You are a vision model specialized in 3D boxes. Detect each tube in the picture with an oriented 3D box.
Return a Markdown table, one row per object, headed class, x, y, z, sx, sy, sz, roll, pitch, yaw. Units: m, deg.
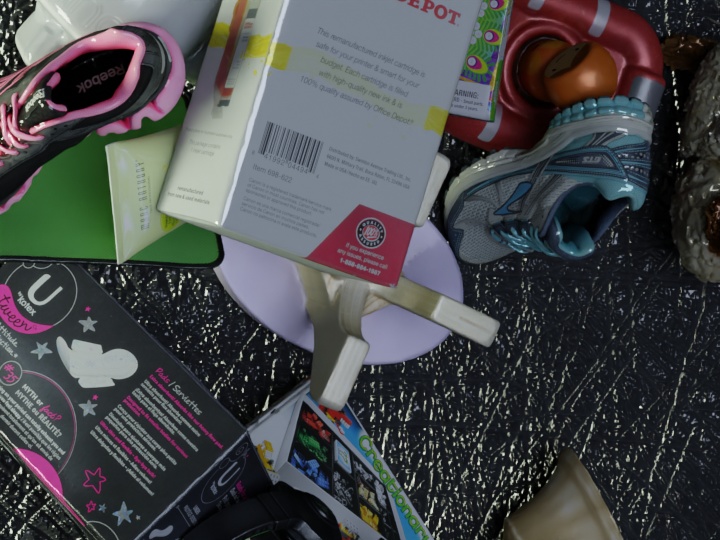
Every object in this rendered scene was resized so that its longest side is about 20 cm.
| class | x | y | z | sx | sy | sz | roll | pitch | yaw |
| --- | --- | --- | --- | --- | --- | --- | --- | --- | --- |
| tube | -0.100 | -0.069 | 1.604 | 0.058 | 0.052 | 0.200 | 53 | 37 | 7 |

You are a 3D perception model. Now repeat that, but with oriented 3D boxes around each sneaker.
| class | x | y | z | sx | sy | sz | roll | pitch | yaw |
| --- | --- | --- | --- | --- | --- | --- | --- | --- | --- |
| sneaker | 0.124 | -0.043 | 1.703 | 0.077 | 0.200 | 0.087 | 15 | 57 | -30 |
| sneaker | -0.202 | -0.093 | 1.507 | 0.199 | 0.095 | 0.079 | -32 | 89 | 1 |

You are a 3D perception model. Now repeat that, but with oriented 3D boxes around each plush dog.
| class | x | y | z | sx | sy | sz | roll | pitch | yaw |
| --- | --- | --- | --- | --- | --- | --- | --- | --- | --- |
| plush dog | 0.274 | -0.074 | 1.787 | 0.159 | 0.200 | 0.173 | 15 | 82 | 10 |

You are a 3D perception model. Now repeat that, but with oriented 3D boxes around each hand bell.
| class | x | y | z | sx | sy | sz | roll | pitch | yaw |
| --- | --- | --- | --- | --- | --- | --- | --- | --- | --- |
| hand bell | 0.087 | 0.219 | 1.795 | 0.199 | 0.104 | 0.105 | -27 | 107 | -4 |

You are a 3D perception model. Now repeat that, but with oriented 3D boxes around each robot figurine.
| class | x | y | z | sx | sy | sz | roll | pitch | yaw |
| --- | --- | --- | --- | --- | --- | --- | --- | --- | --- |
| robot figurine | -0.135 | -0.195 | 1.604 | 0.200 | 0.113 | 0.169 | -47 | 117 | 4 |

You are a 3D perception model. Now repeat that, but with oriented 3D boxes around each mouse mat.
| class | x | y | z | sx | sy | sz | roll | pitch | yaw |
| --- | --- | --- | --- | --- | --- | --- | --- | --- | --- |
| mouse mat | -0.193 | -0.066 | 1.608 | 0.199 | 0.162 | 0.008 | 3 | 140 | -23 |

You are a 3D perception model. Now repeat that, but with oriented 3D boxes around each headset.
| class | x | y | z | sx | sy | sz | roll | pitch | yaw |
| --- | --- | --- | --- | --- | --- | --- | --- | --- | --- |
| headset | -0.043 | 0.201 | 1.594 | 0.199 | 0.094 | 0.124 | -5 | 134 | -43 |

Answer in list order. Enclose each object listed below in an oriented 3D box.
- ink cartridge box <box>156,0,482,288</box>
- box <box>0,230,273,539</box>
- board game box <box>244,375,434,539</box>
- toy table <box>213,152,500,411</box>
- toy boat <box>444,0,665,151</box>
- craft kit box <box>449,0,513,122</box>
| class | x | y | z | sx | sy | sz | roll | pitch | yaw |
| --- | --- | --- | --- | --- | --- | --- | --- | --- | --- |
| ink cartridge box | -0.024 | -0.107 | 1.559 | 0.145 | 0.083 | 0.201 | 20 | 86 | -34 |
| box | -0.164 | 0.096 | 1.590 | 0.115 | 0.132 | 0.200 | -42 | 69 | -10 |
| board game box | -0.017 | 0.185 | 1.711 | 0.126 | 0.035 | 0.201 | -36 | 95 | -41 |
| toy table | 0.000 | 0.000 | 1.699 | 0.199 | 0.117 | 0.185 | 13 | 93 | -22 |
| toy boat | 0.133 | -0.139 | 1.723 | 0.199 | 0.131 | 0.131 | 19 | 90 | -23 |
| craft kit box | 0.010 | -0.213 | 1.659 | 0.199 | 0.049 | 0.199 | 10 | 92 | 8 |
